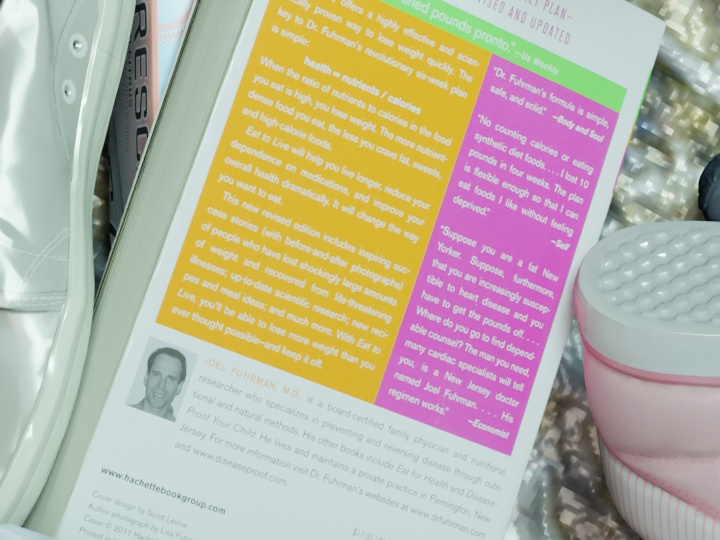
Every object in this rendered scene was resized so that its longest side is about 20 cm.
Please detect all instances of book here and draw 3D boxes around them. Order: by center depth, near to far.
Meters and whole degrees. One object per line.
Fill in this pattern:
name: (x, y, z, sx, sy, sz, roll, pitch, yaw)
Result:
book: (0.000, 0.000, 0.818, 0.133, 0.048, 0.201, 22, 82, -25)

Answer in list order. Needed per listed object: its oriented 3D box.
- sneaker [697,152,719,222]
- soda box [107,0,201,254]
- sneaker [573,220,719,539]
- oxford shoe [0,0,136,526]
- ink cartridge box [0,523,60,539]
sneaker: (0.197, 0.003, 0.863, 0.199, 0.078, 0.087, 8, 93, 1)
soda box: (-0.039, -0.043, 0.864, 0.063, 0.068, 0.201, 0, 89, -16)
sneaker: (0.160, 0.049, 0.828, 0.199, 0.075, 0.105, 6, 125, 15)
oxford shoe: (-0.108, -0.016, 0.811, 0.058, 0.075, 0.201, 20, 70, -38)
ink cartridge box: (-0.051, 0.189, 0.696, 0.200, 0.043, 0.197, 25, 92, 37)
